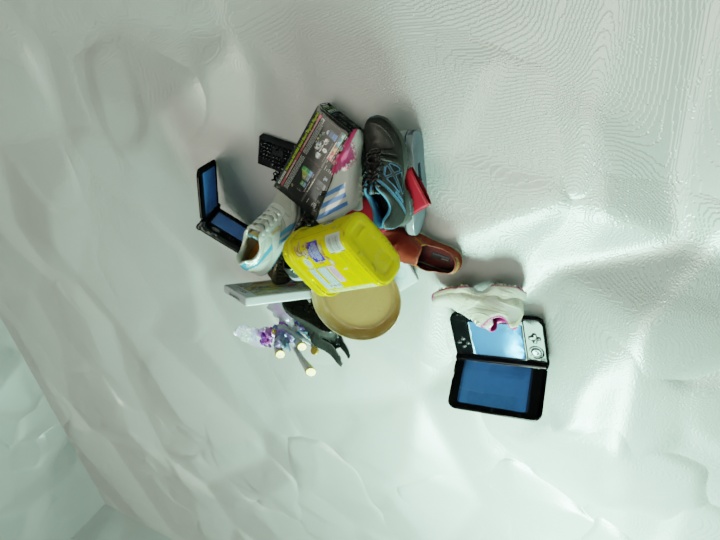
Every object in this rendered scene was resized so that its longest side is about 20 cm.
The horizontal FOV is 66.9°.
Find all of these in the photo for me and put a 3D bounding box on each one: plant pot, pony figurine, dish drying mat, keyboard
[{"bbox_3d":[-0.008,0.055,1.164,0.198,0.028,0.202,6,114,14],"label":"plant pot"},{"bbox_3d":[-0.193,0.158,1.360,0.193,0.167,0.200,36,-175,-31],"label":"pony figurine"},{"bbox_3d":[0.047,-0.119,1.041,0.199,0.018,0.077,-28,88,44],"label":"dish drying mat"},{"bbox_3d":[-0.145,-0.219,1.181,0.198,0.040,0.105,23,129,20],"label":"keyboard"}]

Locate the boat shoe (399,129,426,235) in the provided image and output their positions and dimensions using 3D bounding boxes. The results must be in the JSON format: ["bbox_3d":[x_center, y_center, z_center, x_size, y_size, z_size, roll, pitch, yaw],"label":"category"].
[{"bbox_3d":[0.075,-0.167,1.048,0.085,0.075,0.204,9,122,28],"label":"boat shoe"}]

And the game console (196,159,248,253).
[{"bbox_3d":[-0.303,-0.148,1.248,0.175,0.200,0.117,32,103,-13],"label":"game console"}]

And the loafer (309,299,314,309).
[{"bbox_3d":[-0.082,0.063,1.306,0.068,0.076,0.201,34,134,0],"label":"loafer"}]

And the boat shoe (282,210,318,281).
[{"bbox_3d":[-0.112,-0.078,1.156,0.068,0.202,0.057,9,164,26],"label":"boat shoe"}]

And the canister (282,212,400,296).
[{"bbox_3d":[-0.037,-0.026,1.015,0.149,0.087,0.199,48,149,-22],"label":"canister"}]

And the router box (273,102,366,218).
[{"bbox_3d":[-0.063,-0.205,1.088,0.149,0.062,0.201,39,119,4],"label":"router box"}]

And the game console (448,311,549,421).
[{"bbox_3d":[0.274,0.191,1.121,0.198,0.116,0.177,1,121,32],"label":"game console"}]

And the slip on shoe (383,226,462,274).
[{"bbox_3d":[0.108,-0.040,1.092,0.198,0.061,0.075,19,106,7],"label":"slip on shoe"}]

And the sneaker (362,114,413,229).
[{"bbox_3d":[0.041,-0.170,0.956,0.073,0.082,0.202,-7,102,42],"label":"sneaker"}]

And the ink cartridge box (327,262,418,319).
[{"bbox_3d":[0.000,0.000,1.166,0.199,0.047,0.161,-31,103,9],"label":"ink cartridge box"}]

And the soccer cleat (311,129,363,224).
[{"bbox_3d":[-0.021,-0.164,1.020,0.086,0.070,0.201,25,121,-3],"label":"soccer cleat"}]

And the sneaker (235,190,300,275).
[{"bbox_3d":[-0.195,-0.087,1.167,0.076,0.081,0.202,25,89,27],"label":"sneaker"}]

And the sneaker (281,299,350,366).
[{"bbox_3d":[-0.109,0.138,1.297,0.199,0.060,0.105,31,146,25],"label":"sneaker"}]

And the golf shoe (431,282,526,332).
[{"bbox_3d":[0.230,0.075,1.091,0.198,0.075,0.093,-3,77,36],"label":"golf shoe"}]

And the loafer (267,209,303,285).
[{"bbox_3d":[-0.171,-0.067,1.245,0.067,0.076,0.202,16,90,44],"label":"loafer"}]

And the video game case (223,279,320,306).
[{"bbox_3d":[-0.192,0.044,1.247,0.182,0.198,0.023,15,108,61],"label":"video game case"}]
